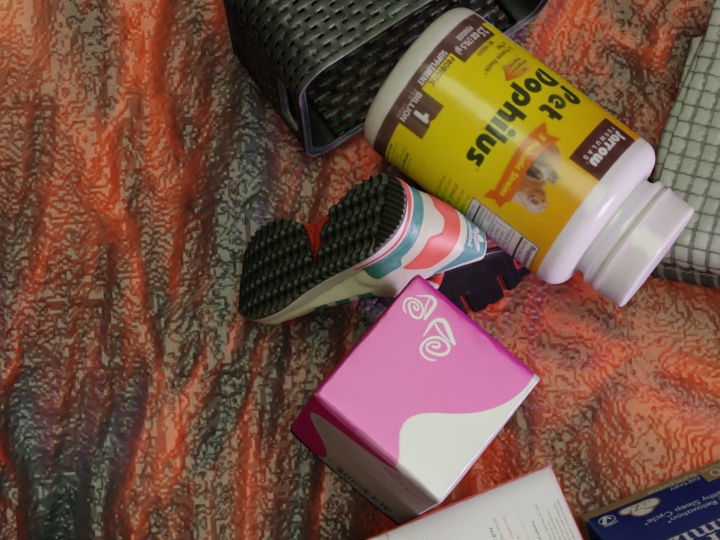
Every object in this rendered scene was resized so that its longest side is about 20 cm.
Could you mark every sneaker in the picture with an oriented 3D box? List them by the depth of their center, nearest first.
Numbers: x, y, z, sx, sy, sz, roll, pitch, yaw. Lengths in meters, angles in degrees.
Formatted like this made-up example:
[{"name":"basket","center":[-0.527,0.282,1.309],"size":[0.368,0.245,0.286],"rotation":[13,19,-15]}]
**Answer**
[{"name":"sneaker","center":[0.000,0.000,1.577],"size":[0.093,0.200,0.071],"rotation":[20,63,-29]},{"name":"sneaker","center":[0.092,-0.039,1.648],"size":[0.200,0.074,0.087],"rotation":[-27,61,-5]}]

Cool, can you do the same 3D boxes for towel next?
[{"name":"towel","center":[0.287,-0.079,1.631],"size":[0.165,0.086,0.201],"rotation":[10,75,25]}]

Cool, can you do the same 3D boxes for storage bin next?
[{"name":"storage bin","center":[0.020,-0.181,1.610],"size":[0.200,0.135,0.094],"rotation":[-32,73,-9]}]

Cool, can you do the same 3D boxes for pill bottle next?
[{"name":"pill bottle","center":[0.108,-0.068,1.550],"size":[0.200,0.109,0.109],"rotation":[37,80,8]}]

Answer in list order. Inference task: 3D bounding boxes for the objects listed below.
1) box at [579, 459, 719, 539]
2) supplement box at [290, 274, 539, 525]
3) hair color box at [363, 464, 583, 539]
[{"name":"box","center":[0.230,0.184,1.556],"size":[0.121,0.200,0.033],"rotation":[-21,115,-9]},{"name":"supplement box","center":[0.030,0.086,1.545],"size":[0.101,0.200,0.103],"rotation":[41,80,1]},{"name":"hair color box","center":[0.046,0.208,1.548],"size":[0.199,0.061,0.102],"rotation":[-21,76,-7]}]
